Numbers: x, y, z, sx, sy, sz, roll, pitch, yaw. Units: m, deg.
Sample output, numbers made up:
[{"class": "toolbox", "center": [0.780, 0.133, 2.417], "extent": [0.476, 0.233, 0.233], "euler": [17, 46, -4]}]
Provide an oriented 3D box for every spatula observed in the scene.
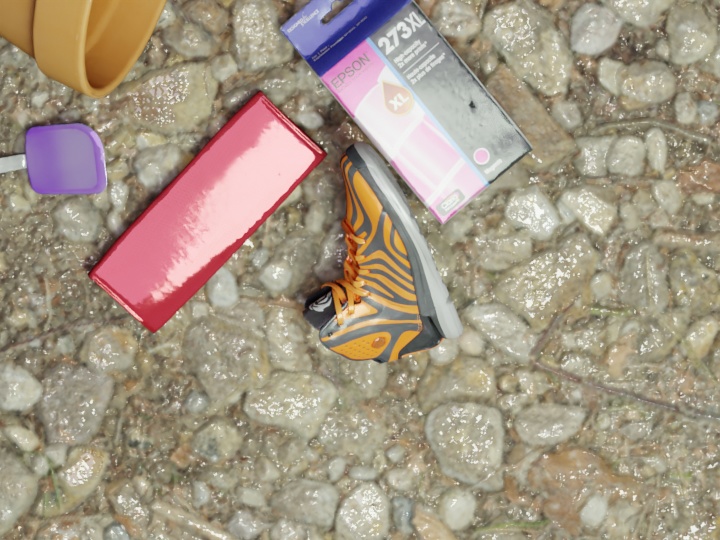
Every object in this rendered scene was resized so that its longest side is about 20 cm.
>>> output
[{"class": "spatula", "center": [-0.298, -0.080, 1.618], "extent": [0.199, 0.021, 0.057], "euler": [-5, 103, -4]}]

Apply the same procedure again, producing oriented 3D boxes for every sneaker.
[{"class": "sneaker", "center": [0.000, 0.000, 1.616], "extent": [0.112, 0.078, 0.200], "euler": [-24, 123, 1]}]

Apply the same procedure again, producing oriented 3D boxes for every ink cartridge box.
[{"class": "ink cartridge box", "center": [0.036, -0.142, 1.628], "extent": [0.095, 0.037, 0.200], "euler": [-40, 101, 3]}]

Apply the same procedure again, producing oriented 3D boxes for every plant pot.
[{"class": "plant pot", "center": [-0.221, -0.243, 1.520], "extent": [0.140, 0.200, 0.201], "euler": [21, 98, 8]}]

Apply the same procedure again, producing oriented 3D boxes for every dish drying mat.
[{"class": "dish drying mat", "center": [-0.122, -0.045, 1.646], "extent": [0.077, 0.018, 0.200], "euler": [43, 93, -13]}]
